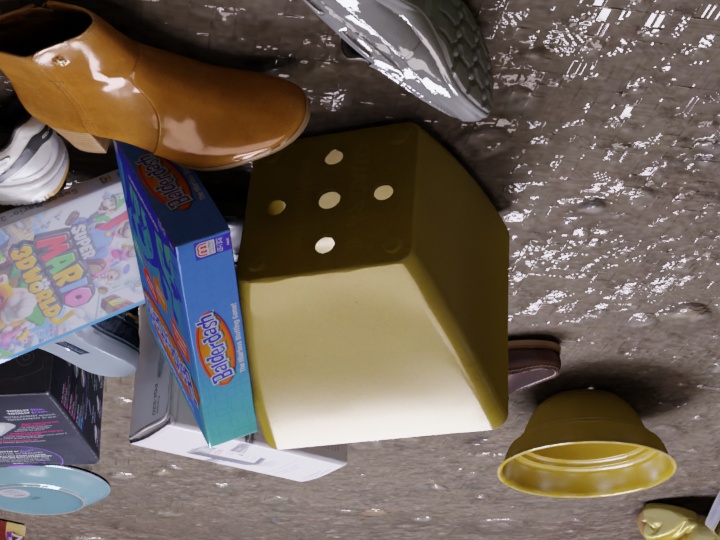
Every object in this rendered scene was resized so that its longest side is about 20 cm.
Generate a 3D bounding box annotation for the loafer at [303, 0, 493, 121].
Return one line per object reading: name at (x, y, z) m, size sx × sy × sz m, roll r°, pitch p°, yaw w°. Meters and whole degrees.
loafer at (0.020, -0.158, 0.897) m, size 0.069 × 0.070 × 0.200 m, roll -11°, pitch 145°, yaw 33°

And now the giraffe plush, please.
giraffe plush at (0.479, 0.391, 1.955) m, size 0.200 × 0.173 × 0.162 m, roll -49°, pitch 147°, yaw 14°

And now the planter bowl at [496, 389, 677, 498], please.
planter bowl at (0.251, 0.186, 1.575) m, size 0.198 × 0.084 × 0.201 m, roll 1°, pitch 154°, yaw 1°

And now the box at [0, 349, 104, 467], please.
box at (-0.339, 0.115, 1.413) m, size 0.121 × 0.107 × 0.200 m, roll -3°, pitch 154°, yaw 3°

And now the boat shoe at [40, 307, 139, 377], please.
boat shoe at (-0.261, 0.021, 1.235) m, size 0.070 × 0.092 × 0.200 m, roll -8°, pitch 154°, yaw 23°

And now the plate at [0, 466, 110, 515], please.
plate at (-0.436, 0.298, 1.885) m, size 0.198 × 0.026 × 0.201 m, roll 1°, pitch 155°, yaw 0°

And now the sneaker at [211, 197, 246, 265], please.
sneaker at (-0.118, 0.007, 1.206) m, size 0.075 × 0.092 × 0.200 m, roll 5°, pitch 153°, yaw -5°

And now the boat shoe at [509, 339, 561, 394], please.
boat shoe at (0.116, 0.122, 1.463) m, size 0.199 × 0.071 × 0.070 m, roll -14°, pitch 150°, yaw 25°

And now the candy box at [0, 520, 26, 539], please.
candy box at (-0.578, 0.451, 2.097) m, size 0.056 × 0.118 × 0.199 m, roll 21°, pitch 147°, yaw -37°

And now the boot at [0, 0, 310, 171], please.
boot at (-0.145, -0.128, 0.948) m, size 0.199 × 0.071 × 0.144 m, roll -1°, pitch 157°, yaw 15°

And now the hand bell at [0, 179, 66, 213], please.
hand bell at (-0.316, -0.028, 1.169) m, size 0.199 × 0.105 × 0.104 m, roll -31°, pitch 142°, yaw 29°

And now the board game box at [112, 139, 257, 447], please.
board game box at (-0.132, 0.010, 1.065) m, size 0.045 × 0.152 × 0.201 m, roll -19°, pitch 132°, yaw -16°

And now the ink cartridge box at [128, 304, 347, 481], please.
ink cartridge box at (-0.114, 0.110, 1.352) m, size 0.199 × 0.147 × 0.085 m, roll 19°, pitch 150°, yaw -33°

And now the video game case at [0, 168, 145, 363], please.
video game case at (-0.237, -0.003, 1.116) m, size 0.199 × 0.018 × 0.144 m, roll -24°, pitch 141°, yaw -21°

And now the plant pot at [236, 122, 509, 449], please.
plant pot at (0.000, 0.000, 1.094) m, size 0.198 × 0.201 × 0.177 m, roll -7°, pitch 141°, yaw 16°

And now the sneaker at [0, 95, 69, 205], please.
sneaker at (-0.321, -0.091, 1.043) m, size 0.198 × 0.076 × 0.088 m, roll -10°, pitch 148°, yaw 0°
